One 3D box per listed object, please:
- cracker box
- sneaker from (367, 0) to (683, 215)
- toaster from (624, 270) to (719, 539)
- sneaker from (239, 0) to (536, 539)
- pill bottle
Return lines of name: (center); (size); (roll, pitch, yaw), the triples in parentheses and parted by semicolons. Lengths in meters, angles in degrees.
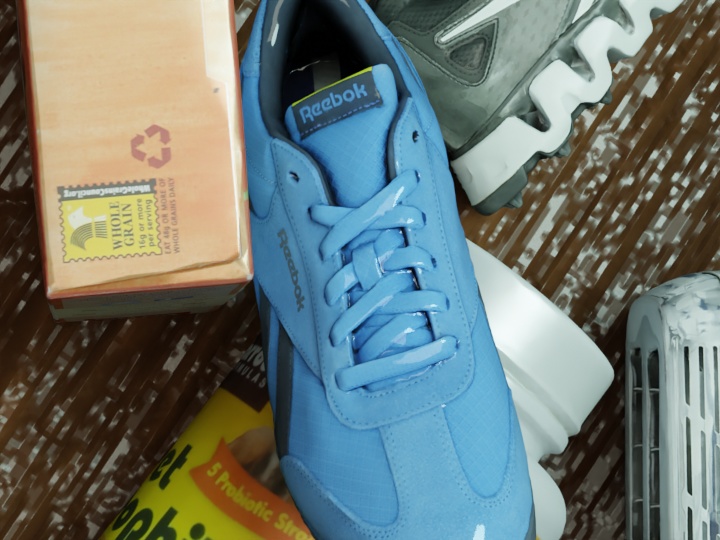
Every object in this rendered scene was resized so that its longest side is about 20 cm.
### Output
cracker box: (-0.067, -0.056, 0.798); (0.057, 0.200, 0.135); (-5, 87, -5)
sneaker: (0.077, -0.118, 0.884); (0.090, 0.066, 0.200); (43, 86, -5)
toaster: (0.149, 0.071, 0.858); (0.128, 0.114, 0.202); (0, 90, -4)
sneaker: (0.000, 0.000, 0.771); (0.065, 0.079, 0.201); (-12, 51, -2)
pill bottle: (-0.014, 0.086, 0.841); (0.109, 0.109, 0.200); (38, 83, -3)
